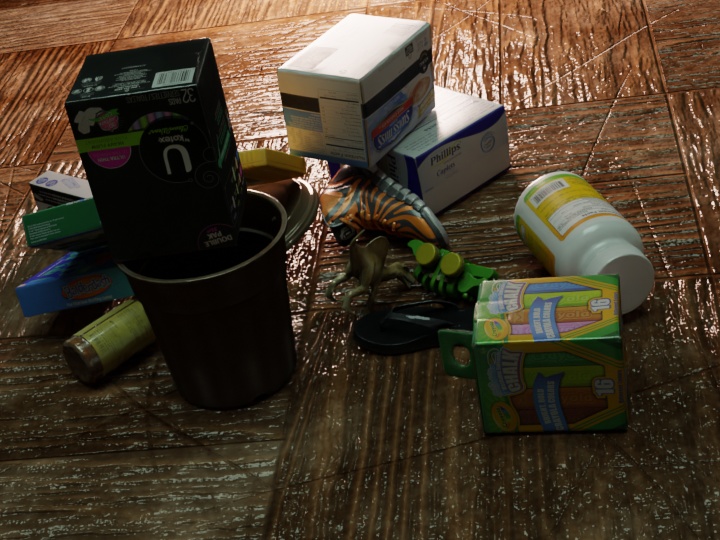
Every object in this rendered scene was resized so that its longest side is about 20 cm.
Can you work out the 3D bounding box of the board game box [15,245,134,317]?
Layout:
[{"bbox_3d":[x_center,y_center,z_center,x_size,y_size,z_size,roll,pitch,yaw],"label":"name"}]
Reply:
[{"bbox_3d":[-0.325,0.000,1.760,0.199,0.045,0.152,-11,15,19],"label":"board game box"}]

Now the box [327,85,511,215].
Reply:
[{"bbox_3d":[0.080,-0.176,1.918,0.184,0.105,0.200,-32,37,-31],"label":"box"}]

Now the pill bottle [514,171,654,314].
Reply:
[{"bbox_3d":[0.272,-0.030,1.624,0.111,0.111,0.200,-17,33,-9],"label":"pill bottle"}]

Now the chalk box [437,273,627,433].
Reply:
[{"bbox_3d":[0.184,0.091,1.451,0.199,0.125,0.124,-5,32,13],"label":"chalk box"}]

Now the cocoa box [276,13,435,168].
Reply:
[{"bbox_3d":[-0.001,-0.245,1.823,0.133,0.132,0.200,12,37,28],"label":"cocoa box"}]

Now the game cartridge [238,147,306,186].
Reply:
[{"bbox_3d":[-0.186,-0.126,1.773,0.199,0.033,0.176,-6,-2,17],"label":"game cartridge"}]

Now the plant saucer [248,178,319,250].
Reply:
[{"bbox_3d":[-0.148,-0.062,1.826,0.200,0.030,0.200,-24,32,16],"label":"plant saucer"}]

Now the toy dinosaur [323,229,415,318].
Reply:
[{"bbox_3d":[0.000,0.000,1.634,0.058,0.200,0.101,32,90,27],"label":"toy dinosaur"}]

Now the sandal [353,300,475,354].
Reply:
[{"bbox_3d":[0.089,0.058,1.606,0.199,0.043,0.076,-5,32,10],"label":"sandal"}]

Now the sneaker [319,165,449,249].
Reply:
[{"bbox_3d":[0.023,-0.062,1.800,0.112,0.078,0.200,-43,53,-11],"label":"sneaker"}]

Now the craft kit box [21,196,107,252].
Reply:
[{"bbox_3d":[-0.301,-0.068,1.712,0.199,0.049,0.198,-14,-5,5],"label":"craft kit box"}]

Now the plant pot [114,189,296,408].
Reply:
[{"bbox_3d":[-0.163,0.039,1.569,0.199,0.199,0.201,-9,32,5],"label":"plant pot"}]

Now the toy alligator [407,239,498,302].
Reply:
[{"bbox_3d":[0.126,0.013,1.662,0.200,0.059,0.054,24,88,40],"label":"toy alligator"}]

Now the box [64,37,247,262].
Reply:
[{"bbox_3d":[-0.218,-0.131,1.476,0.148,0.201,0.124,-7,33,6],"label":"box"}]

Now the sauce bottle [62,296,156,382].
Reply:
[{"bbox_3d":[-0.278,0.066,1.688,0.200,0.066,0.066,-34,39,-32],"label":"sauce bottle"}]

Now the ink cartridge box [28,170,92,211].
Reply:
[{"bbox_3d":[-0.379,-0.076,1.913,0.199,0.094,0.044,14,40,35],"label":"ink cartridge box"}]
